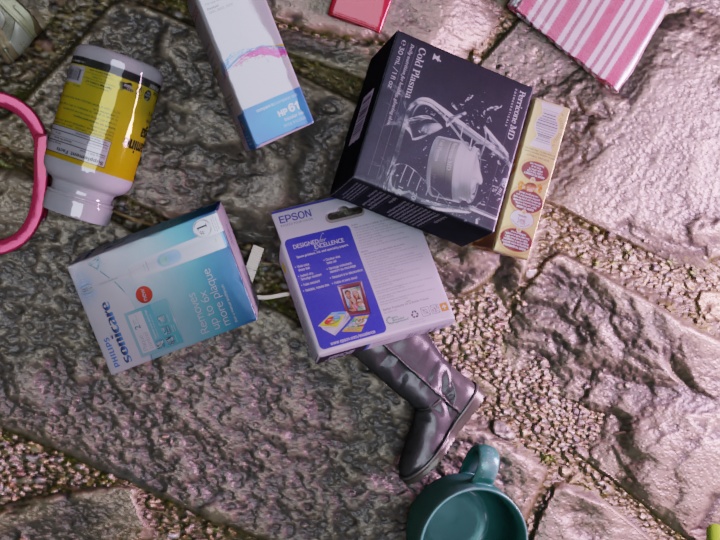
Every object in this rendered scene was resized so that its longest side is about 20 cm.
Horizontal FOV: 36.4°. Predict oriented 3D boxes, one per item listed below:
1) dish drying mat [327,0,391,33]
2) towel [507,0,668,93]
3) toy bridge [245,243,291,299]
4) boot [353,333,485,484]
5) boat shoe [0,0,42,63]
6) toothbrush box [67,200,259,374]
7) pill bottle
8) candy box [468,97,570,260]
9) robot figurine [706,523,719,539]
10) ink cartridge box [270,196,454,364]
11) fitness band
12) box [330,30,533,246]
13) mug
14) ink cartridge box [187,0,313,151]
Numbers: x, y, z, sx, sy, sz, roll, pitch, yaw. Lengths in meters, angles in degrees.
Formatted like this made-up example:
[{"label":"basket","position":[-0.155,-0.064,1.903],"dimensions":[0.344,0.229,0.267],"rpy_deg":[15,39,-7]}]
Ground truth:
[{"label":"dish drying mat","position":[0.022,-0.419,1.432],"dimensions":[0.076,0.018,0.203],"rpy_deg":[17,92,-11]},{"label":"towel","position":[0.313,-0.359,1.490],"dimensions":[0.199,0.030,0.148],"rpy_deg":[34,87,-14]},{"label":"toy bridge","position":[-0.145,-0.001,1.428],"dimensions":[0.197,0.027,0.068],"rpy_deg":[20,91,-11]},{"label":"boot","position":[0.051,0.156,1.457],"dimensions":[0.200,0.072,0.183],"rpy_deg":[43,72,-18]},{"label":"boat shoe","position":[-0.478,-0.340,1.315],"dimensions":[0.200,0.073,0.063],"rpy_deg":[44,81,-18]},{"label":"toothbrush box","position":[-0.242,0.020,1.365],"dimensions":[0.197,0.085,0.149],"rpy_deg":[-19,102,2]},{"label":"pill bottle","position":[-0.320,-0.163,1.338],"dimensions":[0.111,0.112,0.203],"rpy_deg":[17,92,-12]},{"label":"candy box","position":[0.207,-0.120,1.441],"dimensions":[0.054,0.115,0.203],"rpy_deg":[16,91,-11]},{"label":"robot figurine","position":[0.525,0.448,1.549],"dimensions":[0.198,0.116,0.177],"rpy_deg":[-32,98,-7]},{"label":"ink cartridge box","position":[0.000,0.000,1.419],"dimensions":[0.194,0.047,0.203],"rpy_deg":[-14,70,-19]},{"label":"fitness band","position":[-0.458,-0.120,1.356],"dimensions":[0.141,0.037,0.204],"rpy_deg":[4,93,-9]},{"label":"box","position":[0.089,-0.163,1.395],"dimensions":[0.194,0.124,0.203],"rpy_deg":[20,78,-14]},{"label":"mug","position":[0.147,0.340,1.468],"dimensions":[0.185,0.114,0.152],"rpy_deg":[-45,100,-5]},{"label":"ink cartridge box","position":[-0.138,-0.258,1.348],"dimensions":[0.084,0.144,0.203],"rpy_deg":[-24,99,-8]}]
